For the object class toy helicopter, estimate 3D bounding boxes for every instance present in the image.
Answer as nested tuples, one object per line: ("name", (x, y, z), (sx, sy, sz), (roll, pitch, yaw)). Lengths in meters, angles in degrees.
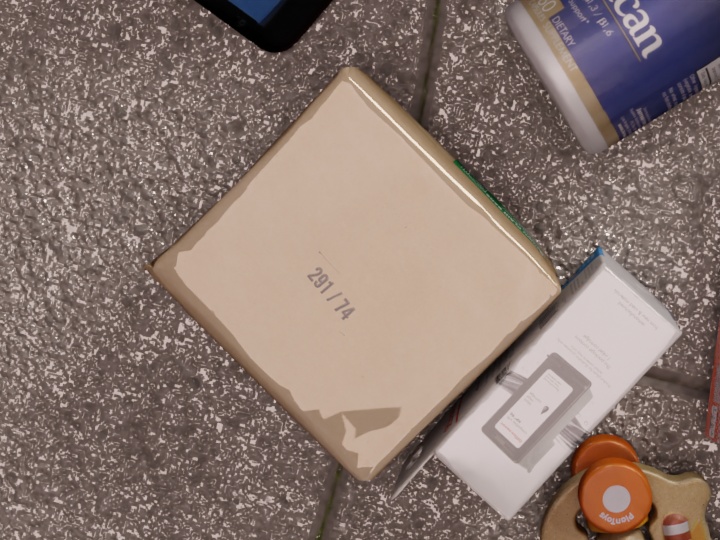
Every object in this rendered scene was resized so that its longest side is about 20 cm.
("toy helicopter", (0.213, 0.200, 1.078), (0.199, 0.079, 0.133), (18, 99, 0))

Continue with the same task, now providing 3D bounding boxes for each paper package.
("paper package", (0.000, 0.000, 1.061), (0.200, 0.103, 0.191), (45, 99, 0))

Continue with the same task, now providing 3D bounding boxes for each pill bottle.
("pill bottle", (0.199, -0.169, 1.017), (0.200, 0.111, 0.111), (-32, 93, 8))

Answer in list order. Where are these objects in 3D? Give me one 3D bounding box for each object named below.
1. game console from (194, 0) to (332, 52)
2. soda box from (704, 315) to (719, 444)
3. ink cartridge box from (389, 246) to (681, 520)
("game console", (-0.051, -0.230, 0.990), (0.200, 0.172, 0.119), (32, 76, -34))
("soda box", (0.275, 0.019, 1.045), (0.063, 0.068, 0.201), (3, 98, -20))
("ink cartridge box", (0.112, 0.085, 1.053), (0.068, 0.116, 0.200), (42, 99, 1))
